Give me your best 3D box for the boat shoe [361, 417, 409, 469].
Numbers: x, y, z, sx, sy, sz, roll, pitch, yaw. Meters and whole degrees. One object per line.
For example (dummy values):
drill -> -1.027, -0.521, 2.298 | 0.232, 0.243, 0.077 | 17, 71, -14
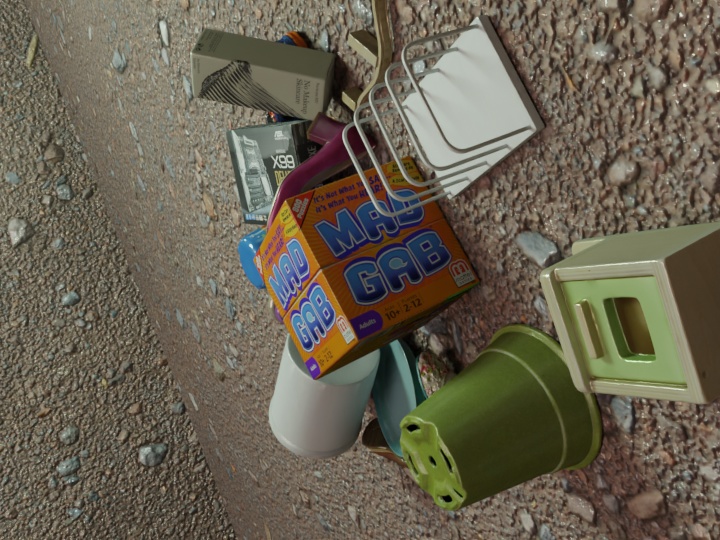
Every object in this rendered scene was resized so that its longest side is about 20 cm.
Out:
boat shoe -> 0.087, 0.297, 1.319 | 0.068, 0.072, 0.199 | 43, 157, -30

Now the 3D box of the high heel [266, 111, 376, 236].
high heel -> -0.059, -0.120, 1.121 | 0.095, 0.201, 0.067 | 26, 173, 1

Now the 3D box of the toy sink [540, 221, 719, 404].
toy sink -> 0.255, 0.040, 0.744 | 0.200, 0.111, 0.131 | -4, 106, 62

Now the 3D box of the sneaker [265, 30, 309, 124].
sneaker -> -0.136, -0.288, 1.249 | 0.075, 0.078, 0.201 | 52, 150, 28

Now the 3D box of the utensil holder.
utensil holder -> -0.061, 0.193, 1.338 | 0.170, 0.169, 0.201 | 49, 142, 31

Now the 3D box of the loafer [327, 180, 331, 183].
loafer -> -0.096, -0.124, 1.311 | 0.200, 0.070, 0.069 | 33, 137, 48

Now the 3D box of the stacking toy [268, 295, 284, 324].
stacking toy -> -0.084, 0.089, 1.463 | 0.199, 0.085, 0.086 | 27, 134, 43

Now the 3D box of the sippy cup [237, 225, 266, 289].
sippy cup -> -0.142, -0.033, 1.402 | 0.179, 0.130, 0.140 | 59, 153, 15

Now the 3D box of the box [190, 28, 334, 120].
box -> -0.141, -0.283, 1.142 | 0.198, 0.069, 0.083 | 11, 138, 4

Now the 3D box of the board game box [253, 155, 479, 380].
board game box -> 0.000, 0.000, 1.085 | 0.201, 0.199, 0.200 | 61, 152, 11

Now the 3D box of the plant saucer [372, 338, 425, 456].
plant saucer -> 0.062, 0.195, 1.265 | 0.200, 0.027, 0.202 | 173, 90, -71

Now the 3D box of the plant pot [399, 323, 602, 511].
plant pot -> 0.156, 0.195, 0.962 | 0.200, 0.189, 0.201 | 41, 144, 40

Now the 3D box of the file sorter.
file sorter -> 0.080, -0.164, 0.897 | 0.140, 0.124, 0.200 | 64, 154, 6

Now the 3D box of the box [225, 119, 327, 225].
box -> -0.130, -0.151, 1.240 | 0.199, 0.050, 0.159 | 9, 114, 51

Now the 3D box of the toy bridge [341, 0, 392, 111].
toy bridge -> 0.013, -0.291, 1.028 | 0.067, 0.027, 0.201 | 48, 148, 29

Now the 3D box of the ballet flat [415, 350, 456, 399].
ballet flat -> 0.141, 0.205, 1.152 | 0.063, 0.076, 0.201 | -11, 107, 31
